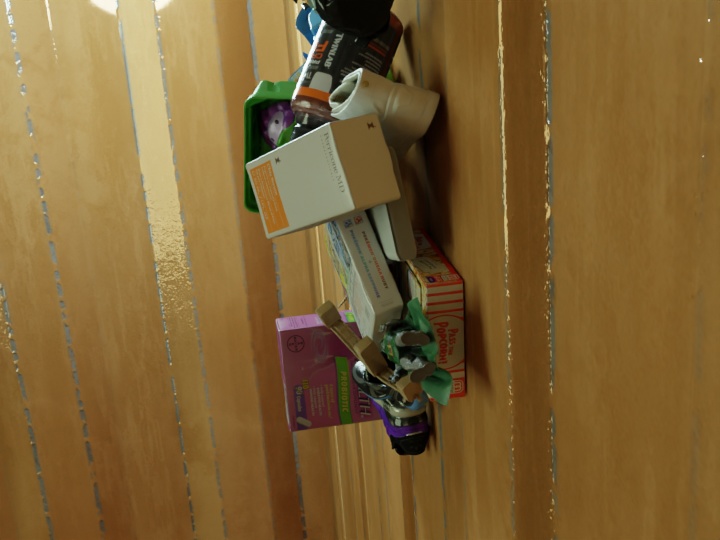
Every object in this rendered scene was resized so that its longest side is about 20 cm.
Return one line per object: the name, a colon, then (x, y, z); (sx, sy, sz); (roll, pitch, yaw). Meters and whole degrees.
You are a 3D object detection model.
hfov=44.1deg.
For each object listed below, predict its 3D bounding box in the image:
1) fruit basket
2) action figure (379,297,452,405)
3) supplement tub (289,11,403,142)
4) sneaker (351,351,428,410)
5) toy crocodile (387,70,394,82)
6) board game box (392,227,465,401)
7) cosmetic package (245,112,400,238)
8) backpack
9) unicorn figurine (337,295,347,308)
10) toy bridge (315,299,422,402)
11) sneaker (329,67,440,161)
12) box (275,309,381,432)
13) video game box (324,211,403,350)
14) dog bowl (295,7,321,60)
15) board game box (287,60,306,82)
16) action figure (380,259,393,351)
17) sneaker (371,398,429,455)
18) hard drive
fruit basket: (-0.091, -0.154, 1.278); (0.216, 0.155, 0.216); (-179, 90, -84)
action figure: (0.052, 0.091, 1.029); (0.200, 0.055, 0.118); (163, 96, -82)
supplement tub: (-0.025, -0.246, 1.154); (0.107, 0.107, 0.200); (167, 124, -82)
sneaker: (0.038, 0.145, 1.271); (0.083, 0.071, 0.200); (44, 166, -17)
toy crocodile: (0.013, -0.270, 1.281); (0.200, 0.067, 0.062); (-105, -7, -58)
board game box: (0.082, 0.049, 1.115); (0.200, 0.046, 0.152); (-115, 20, -67)
cosmetic package: (-0.049, -0.107, 1.048); (0.200, 0.071, 0.102); (-15, 93, 54)
backpack: (-0.025, -0.372, 1.034); (0.167, 0.127, 0.200); (-62, 32, 18)
unicorn figurine: (-0.005, -0.056, 1.482); (0.137, 0.074, 0.200); (50, -126, -40)
toy bridge: (0.015, 0.114, 1.172); (0.200, 0.027, 0.067); (39, 165, 40)
sneaker: (0.017, -0.191, 1.077); (0.200, 0.115, 0.074); (141, 148, -77)
box: (-0.034, 0.164, 1.505); (0.097, 0.200, 0.176); (-134, 39, -77)
video game box: (0.000, 0.000, 1.187); (0.200, 0.047, 0.182); (94, 152, -71)
dog bowl: (-0.040, -0.386, 1.436); (0.050, 0.111, 0.200); (47, -160, -41)
board game box: (-0.051, -0.250, 1.504); (0.200, 0.103, 0.105); (90, -155, -45)
action figure: (0.021, 0.004, 1.345); (0.194, 0.105, 0.200); (-117, 19, -45)
sneaker: (0.061, 0.231, 1.356); (0.200, 0.069, 0.100); (-143, 42, -82)
hard drive: (0.025, -0.080, 1.118); (0.200, 0.027, 0.132); (-165, 62, -80)
